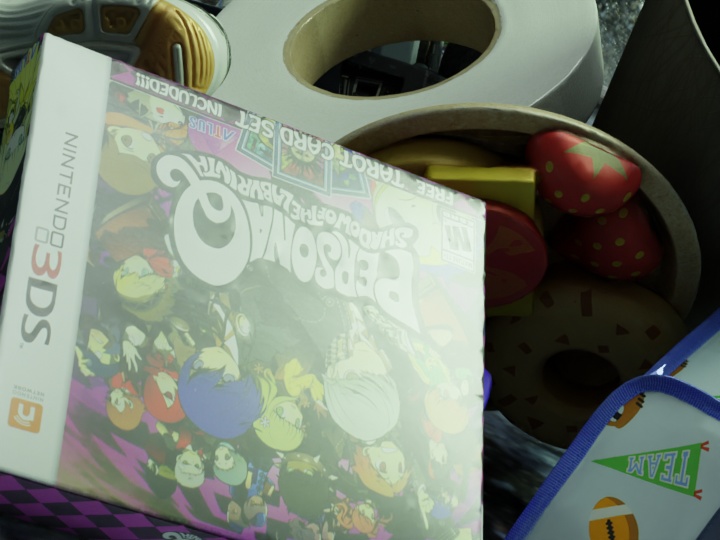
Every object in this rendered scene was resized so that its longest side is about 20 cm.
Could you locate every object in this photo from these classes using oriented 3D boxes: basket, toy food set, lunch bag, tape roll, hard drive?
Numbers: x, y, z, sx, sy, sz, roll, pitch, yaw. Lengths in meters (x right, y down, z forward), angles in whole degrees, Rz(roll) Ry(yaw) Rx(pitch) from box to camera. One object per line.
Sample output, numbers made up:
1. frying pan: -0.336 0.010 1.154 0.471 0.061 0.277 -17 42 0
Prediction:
1. basket: 0.171 -0.055 0.977 0.135 0.200 0.181 1 56 -19
2. toy food set: 0.051 0.006 0.927 0.196 0.201 0.049 1 47 6
3. lunch bag: 0.173 0.112 0.852 0.170 0.124 0.200 33 44 25
4. tape roll: 0.018 -0.100 1.013 0.201 0.037 0.203 -8 37 6
5. hard drive: -0.010 -0.101 1.153 0.199 0.043 0.135 21 2 38

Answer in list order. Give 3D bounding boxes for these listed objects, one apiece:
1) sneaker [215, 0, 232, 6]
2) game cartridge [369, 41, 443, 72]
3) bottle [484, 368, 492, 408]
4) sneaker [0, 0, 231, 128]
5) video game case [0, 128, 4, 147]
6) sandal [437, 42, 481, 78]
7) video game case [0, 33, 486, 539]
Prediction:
1. sneaker: -0.033 -0.087 1.317 0.072 0.073 0.201 -26 75 -33
2. game cartridge: -0.010 -0.136 1.345 0.041 0.201 0.133 -20 44 -39
3. bottle: -0.045 0.034 0.876 0.199 0.066 0.084 23 7 4
4. sneaker: -0.151 -0.091 0.899 0.198 0.076 0.088 8 12 12
5. video game case: -0.154 -0.038 0.879 0.181 0.022 0.200 -15 31 -26
6. sandal: 0.069 -0.086 1.325 0.045 0.200 0.076 0 57 -15
7. video game case: -0.044 0.024 0.772 0.199 0.036 0.182 20 54 -24
